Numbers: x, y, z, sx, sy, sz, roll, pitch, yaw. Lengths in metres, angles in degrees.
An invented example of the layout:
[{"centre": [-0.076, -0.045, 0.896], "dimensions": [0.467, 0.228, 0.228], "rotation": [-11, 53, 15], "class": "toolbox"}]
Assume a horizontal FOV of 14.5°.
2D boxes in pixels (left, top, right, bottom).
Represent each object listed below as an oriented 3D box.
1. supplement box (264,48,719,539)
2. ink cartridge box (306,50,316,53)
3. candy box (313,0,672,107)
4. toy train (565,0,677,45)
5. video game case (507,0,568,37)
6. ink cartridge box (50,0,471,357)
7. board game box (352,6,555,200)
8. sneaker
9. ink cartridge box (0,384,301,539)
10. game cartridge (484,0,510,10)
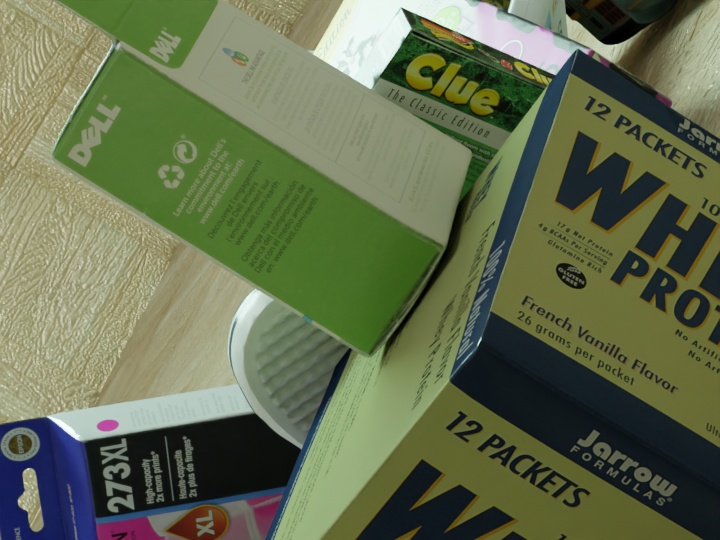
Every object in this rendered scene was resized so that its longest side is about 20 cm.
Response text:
[{"centre": [0.070, 0.065, 1.069], "dimensions": [0.200, 0.134, 0.200], "rotation": [-53, 9, 37], "class": "supplement box"}, {"centre": [0.000, 0.000, 1.532], "dimensions": [0.146, 0.086, 0.200], "rotation": [86, -178, -57], "class": "ink cartridge box"}, {"centre": [0.040, -0.060, 1.342], "dimensions": [0.136, 0.061, 0.200], "rotation": [-60, 35, 1], "class": "candy box"}, {"centre": [0.155, -0.203, 1.629], "dimensions": [0.085, 0.114, 0.200], "rotation": [-51, 6, -22], "class": "toy train"}, {"centre": [0.075, -0.038, 1.464], "dimensions": [0.182, 0.023, 0.200], "rotation": [71, -145, -70], "class": "video game case"}, {"centre": [-0.058, -0.058, 1.105], "dimensions": [0.059, 0.200, 0.104], "rotation": [-56, 6, 24], "class": "ink cartridge box"}, {"centre": [0.073, -0.033, 1.208], "dimensions": [0.105, 0.200, 0.023], "rotation": [-53, 32, 25], "class": "board game box"}, {"centre": [0.003, 0.046, 1.259], "dimensions": [0.079, 0.200, 0.078], "rotation": [36, 96, 47], "class": "sneaker"}, {"centre": [-0.080, 0.106, 1.386], "dimensions": [0.037, 0.200, 0.095], "rotation": [-108, 12, -61], "class": "ink cartridge box"}, {"centre": [0.079, -0.134, 1.647], "dimensions": [0.032, 0.176, 0.200], "rotation": [-23, 22, 22], "class": "game cartridge"}]
